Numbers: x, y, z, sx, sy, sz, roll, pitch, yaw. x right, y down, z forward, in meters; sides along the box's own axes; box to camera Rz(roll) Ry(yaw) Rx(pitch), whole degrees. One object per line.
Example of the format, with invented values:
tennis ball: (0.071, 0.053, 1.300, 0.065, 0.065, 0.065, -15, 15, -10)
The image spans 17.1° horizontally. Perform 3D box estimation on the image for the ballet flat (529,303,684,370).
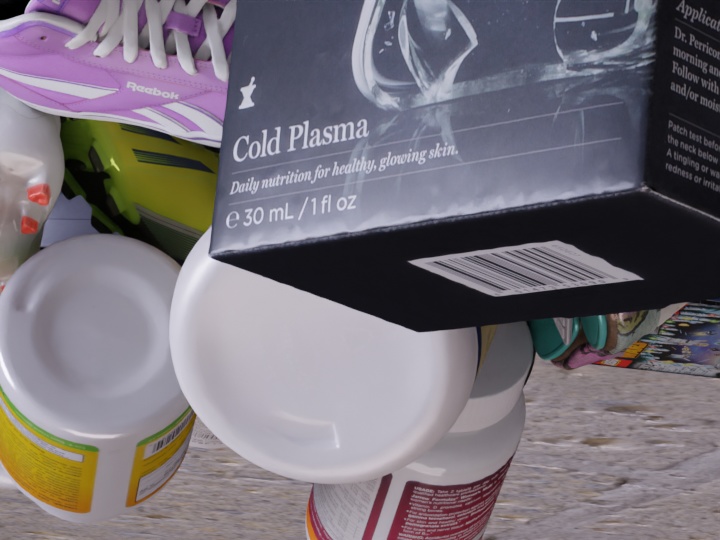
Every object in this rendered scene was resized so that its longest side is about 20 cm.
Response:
ballet flat: (0.137, 0.013, 1.271, 0.071, 0.069, 0.200, -11, 171, -6)

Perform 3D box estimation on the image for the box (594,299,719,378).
box: (0.229, 0.031, 1.574, 0.137, 0.040, 0.200, 7, 166, -3)

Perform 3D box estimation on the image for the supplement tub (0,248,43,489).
supplement tub: (-0.202, 0.045, 1.480, 0.144, 0.145, 0.200, 6, -172, -4)

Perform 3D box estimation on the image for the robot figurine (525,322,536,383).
robot figurine: (0.042, 0.053, 1.554, 0.150, 0.125, 0.200, 9, 165, -14)

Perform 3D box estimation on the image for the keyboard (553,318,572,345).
keyboard: (0.096, -0.043, 1.172, 0.011, 0.056, 0.200, -11, 143, -6)

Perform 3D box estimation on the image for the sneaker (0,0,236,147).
sneaker: (-0.095, -0.107, 1.100, 0.200, 0.073, 0.114, 1, 162, 16)

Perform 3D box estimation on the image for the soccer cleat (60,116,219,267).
soccer cleat: (-0.100, -0.045, 1.270, 0.200, 0.084, 0.065, 54, 155, -21)

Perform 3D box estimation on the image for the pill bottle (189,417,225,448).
pill bottle: (-0.090, 0.047, 1.596, 0.114, 0.115, 0.200, 7, 165, -9)

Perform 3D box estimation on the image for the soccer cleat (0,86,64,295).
soccer cleat: (-0.195, -0.028, 1.251, 0.069, 0.078, 0.200, 16, 143, -17)

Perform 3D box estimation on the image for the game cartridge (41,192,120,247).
game cartridge: (-0.145, -0.034, 1.380, 0.200, 0.041, 0.133, 1, -171, 14)

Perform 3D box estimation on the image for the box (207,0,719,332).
box: (0.063, -0.093, 0.846, 0.200, 0.197, 0.124, -9, 159, 43)

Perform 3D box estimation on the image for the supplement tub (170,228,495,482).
supplement tub: (0.000, 0.000, 1.172, 0.144, 0.145, 0.200, 2, -157, 12)

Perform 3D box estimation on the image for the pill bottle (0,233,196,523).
pill bottle: (-0.142, 0.068, 1.278, 0.111, 0.111, 0.200, 7, 157, -6)

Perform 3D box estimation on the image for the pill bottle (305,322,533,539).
pill bottle: (0.035, 0.101, 1.411, 0.109, 0.110, 0.200, 7, 138, -8)
